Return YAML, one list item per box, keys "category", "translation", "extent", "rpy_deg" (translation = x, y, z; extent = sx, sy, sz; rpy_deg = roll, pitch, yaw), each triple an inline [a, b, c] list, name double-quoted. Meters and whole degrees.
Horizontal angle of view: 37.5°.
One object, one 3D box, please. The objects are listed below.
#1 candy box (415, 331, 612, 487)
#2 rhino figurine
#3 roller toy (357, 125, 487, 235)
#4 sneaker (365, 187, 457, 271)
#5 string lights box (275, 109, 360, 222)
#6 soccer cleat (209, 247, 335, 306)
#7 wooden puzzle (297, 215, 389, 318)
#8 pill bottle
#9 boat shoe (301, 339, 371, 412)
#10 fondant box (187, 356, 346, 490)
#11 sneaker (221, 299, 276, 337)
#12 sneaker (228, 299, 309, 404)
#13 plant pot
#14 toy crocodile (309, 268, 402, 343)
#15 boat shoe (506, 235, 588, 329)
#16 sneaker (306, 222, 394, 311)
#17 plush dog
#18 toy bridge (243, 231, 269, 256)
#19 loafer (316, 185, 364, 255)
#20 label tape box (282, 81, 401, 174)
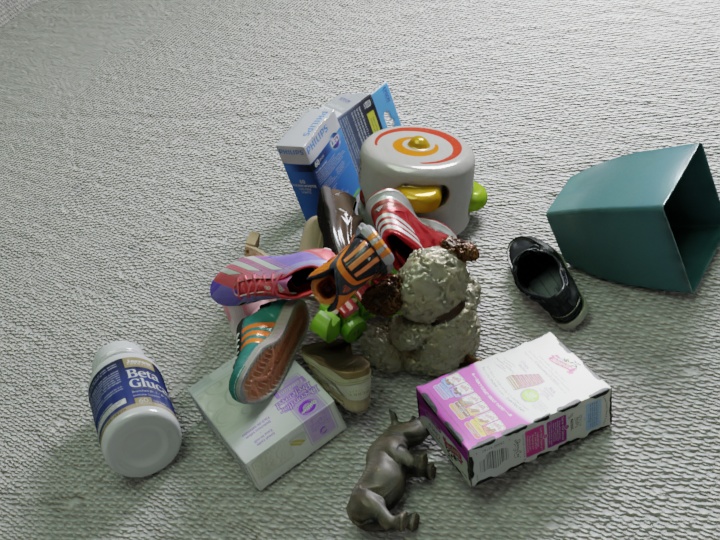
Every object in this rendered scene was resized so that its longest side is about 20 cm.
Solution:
- category: "candy box"
  translation: [0.183, 0.163, 1.276]
  extent: [0.197, 0.062, 0.137]
  rpy_deg: [-20, 34, -16]
- category: "rhino figurine"
  translation: [0.044, 0.236, 1.290]
  extent: [0.086, 0.060, 0.201]
  rpy_deg: [1, 41, 24]
- category: "roller toy"
  translation: [0.083, -0.138, 1.631]
  extent: [0.181, 0.142, 0.199]
  rpy_deg: [25, 37, 34]
- category: "sneaker"
  translation: [0.082, -0.021, 1.506]
  extent: [0.078, 0.199, 0.117]
  rpy_deg: [-35, 44, 27]
- category: "string lights box"
  translation: [-0.056, -0.146, 1.705]
  extent: [0.058, 0.202, 0.103]
  rpy_deg: [6, 43, 33]
- category: "soccer cleat"
  translation: [-0.123, 0.015, 1.478]
  extent: [0.196, 0.068, 0.077]
  rpy_deg: [-11, 21, 12]
- category: "wooden puzzle"
  translation: [0.000, 0.000, 1.591]
  extent: [0.196, 0.038, 0.187]
  rpy_deg: [9, 41, 1]
- category: "pill bottle"
  translation: [-0.326, 0.188, 1.504]
  extent: [0.110, 0.112, 0.200]
  rpy_deg: [-27, 36, -7]
- category: "boat shoe"
  translation: [-0.032, 0.141, 1.440]
  extent: [0.071, 0.066, 0.200]
  rpy_deg: [-12, 12, -17]
- category: "fondant box"
  translation: [-0.130, 0.187, 1.446]
  extent: [0.143, 0.059, 0.200]
  rpy_deg: [-33, 38, -15]
- category: "sneaker"
  translation: [-0.160, 0.051, 1.634]
  extent: [0.074, 0.107, 0.200]
  rpy_deg: [-15, 7, 14]
- category: "sneaker"
  translation: [-0.140, 0.110, 1.446]
  extent: [0.079, 0.072, 0.201]
  rpy_deg: [-2, 31, 25]
- category: "plant pot"
  translation: [0.365, -0.069, 1.442]
  extent: [0.198, 0.143, 0.142]
  rpy_deg: [1, 40, 43]
- category: "toy crocodile"
  translation: [0.009, 0.042, 1.474]
  extent: [0.198, 0.062, 0.068]
  rpy_deg: [-27, 58, -30]
- category: "boat shoe"
  translation: [0.244, 0.000, 1.463]
  extent: [0.074, 0.066, 0.201]
  rpy_deg: [-38, 36, 14]
- category: "sneaker"
  translation: [-0.018, -0.003, 1.401]
  extent: [0.111, 0.078, 0.200]
  rpy_deg: [-37, -5, -2]
- category: "plush dog"
  translation: [0.097, 0.049, 1.399]
  extent: [0.198, 0.174, 0.160]
  rpy_deg: [-33, 37, -16]
- category: "toy bridge"
  translation: [-0.084, -0.005, 1.615]
  extent: [0.196, 0.028, 0.068]
  rpy_deg: [17, 40, 2]
- category: "loafer"
  translation: [-0.019, -0.056, 1.565]
  extent: [0.070, 0.074, 0.202]
  rpy_deg: [1, 44, -12]
- category: "label tape box"
  translation: [-0.023, -0.219, 1.826]
  extent: [0.199, 0.145, 0.066]
  rpy_deg: [-39, 39, -21]
